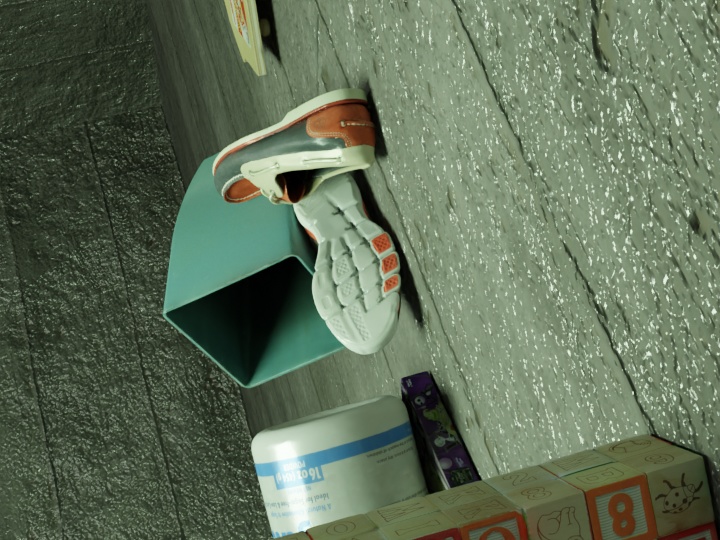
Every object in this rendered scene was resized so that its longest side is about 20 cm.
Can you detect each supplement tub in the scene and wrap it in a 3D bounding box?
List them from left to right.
[{"bbox_3d":[-0.002,0.210,0.952,0.132,0.130,0.202,145,110,-78],"label":"supplement tub"}]

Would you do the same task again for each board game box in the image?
[{"bbox_3d":[0.075,0.191,0.948,0.201,0.032,0.121,-115,12,-46],"label":"board game box"}]

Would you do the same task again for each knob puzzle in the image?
[{"bbox_3d":[-0.136,-0.336,1.379,0.220,0.030,0.222,166,90,-79],"label":"knob puzzle"}]

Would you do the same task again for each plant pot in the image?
[{"bbox_3d":[-0.092,-0.025,1.155,0.141,0.140,0.202,48,-155,-44],"label":"plant pot"}]

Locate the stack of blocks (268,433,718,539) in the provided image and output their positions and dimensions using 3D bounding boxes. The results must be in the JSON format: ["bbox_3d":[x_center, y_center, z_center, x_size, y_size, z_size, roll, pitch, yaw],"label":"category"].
[{"bbox_3d":[0.059,0.156,0.527,0.059,0.198,0.117,-170,67,-77],"label":"stack of blocks"}]

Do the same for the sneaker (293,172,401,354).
[{"bbox_3d":[0.000,0.000,1.031,0.082,0.076,0.201,63,-171,-46],"label":"sneaker"}]

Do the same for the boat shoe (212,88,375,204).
[{"bbox_3d":[-0.059,-0.089,1.021,0.199,0.071,0.063,-23,77,46],"label":"boat shoe"}]
